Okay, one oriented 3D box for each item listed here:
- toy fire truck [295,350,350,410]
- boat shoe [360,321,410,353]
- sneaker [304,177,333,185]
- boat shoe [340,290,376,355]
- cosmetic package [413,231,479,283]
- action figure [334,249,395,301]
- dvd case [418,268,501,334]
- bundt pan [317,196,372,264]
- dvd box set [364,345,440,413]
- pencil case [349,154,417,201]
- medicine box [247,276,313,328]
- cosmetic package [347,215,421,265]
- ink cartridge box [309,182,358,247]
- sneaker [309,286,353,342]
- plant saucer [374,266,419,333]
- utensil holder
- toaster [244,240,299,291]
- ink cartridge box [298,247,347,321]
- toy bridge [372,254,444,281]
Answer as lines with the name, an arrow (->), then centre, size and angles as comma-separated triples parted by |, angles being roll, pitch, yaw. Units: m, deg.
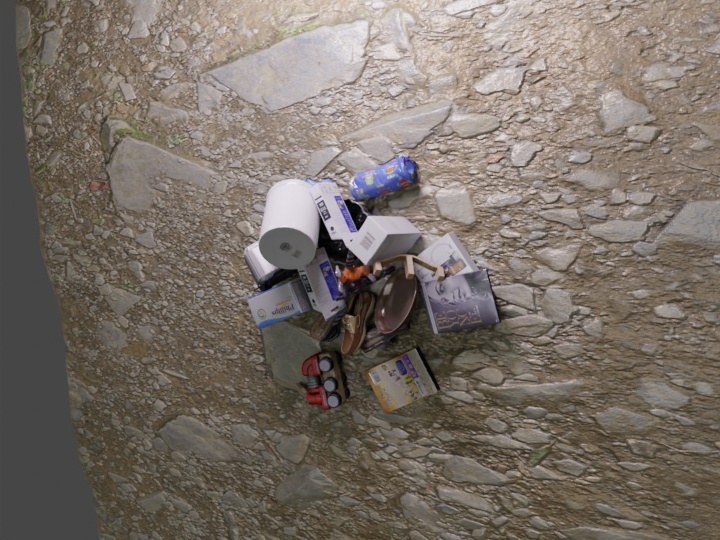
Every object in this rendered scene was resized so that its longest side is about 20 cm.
toy fire truck -> -0.147, 0.357, 1.764 | 0.199, 0.129, 0.177 | -12, 92, 20
boat shoe -> 0.074, 0.198, 1.634 | 0.199, 0.074, 0.074 | -23, 97, 39
sneaker -> -0.164, -0.234, 1.686 | 0.199, 0.079, 0.090 | -13, 68, 16
boat shoe -> -0.021, 0.152, 1.629 | 0.075, 0.074, 0.201 | 6, 74, 52
cosmetic package -> 0.248, 0.017, 1.510 | 0.151, 0.052, 0.201 | -39, 80, 31
action figure -> 0.000, 0.000, 1.576 | 0.199, 0.194, 0.105 | -27, 80, -12
dvd case -> 0.266, 0.087, 1.475 | 0.199, 0.016, 0.150 | -14, 93, 32
bundt pan -> -0.038, -0.121, 1.631 | 0.201, 0.076, 0.203 | 5, 101, 28
dvd box set -> 0.125, 0.332, 1.644 | 0.200, 0.029, 0.147 | -31, 83, 29
pencil case -> 0.064, -0.262, 1.548 | 0.199, 0.078, 0.087 | -16, 83, 31
medicine box -> -0.213, 0.088, 1.693 | 0.182, 0.200, 0.103 | -22, 89, 30
cosmetic package -> 0.071, -0.084, 1.503 | 0.081, 0.200, 0.113 | 45, 114, 21
ink cartridge box -> -0.067, -0.152, 1.541 | 0.039, 0.099, 0.201 | -28, 83, 30
sneaker -> -0.076, 0.141, 1.711 | 0.070, 0.109, 0.200 | 36, 84, 22
plant saucer -> 0.109, 0.087, 1.551 | 0.032, 0.201, 0.201 | 22, 117, -23
utensil holder -> -0.195, -0.128, 1.524 | 0.169, 0.201, 0.171 | 1, 134, 1
toaster -> -0.276, -0.027, 1.696 | 0.129, 0.199, 0.114 | 56, 160, 15
ink cartridge box -> -0.116, 0.041, 1.611 | 0.039, 0.099, 0.201 | -11, 103, 46
toy bridge -> 0.131, -0.010, 1.465 | 0.027, 0.199, 0.067 | 110, 160, -50
